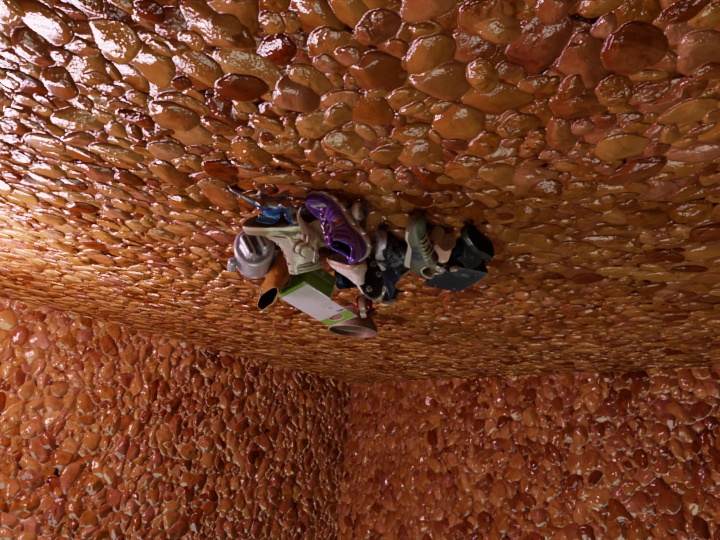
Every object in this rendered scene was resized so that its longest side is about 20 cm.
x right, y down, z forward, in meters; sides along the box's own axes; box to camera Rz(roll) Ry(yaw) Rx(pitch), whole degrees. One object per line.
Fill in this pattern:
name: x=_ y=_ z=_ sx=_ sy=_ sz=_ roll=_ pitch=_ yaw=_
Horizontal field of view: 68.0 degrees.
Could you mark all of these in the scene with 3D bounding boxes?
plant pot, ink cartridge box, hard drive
plant pot: x=-0.027 y=0.199 z=2.120 sx=0.196 sy=0.095 sz=0.201 roll=6 pitch=161 yaw=2
ink cartridge box: x=-0.117 y=0.073 z=1.550 sx=0.198 sy=0.077 sz=0.147 roll=34 pitch=144 yaw=-26
hard drive: x=0.282 y=0.012 z=1.589 sx=0.132 sy=0.043 sz=0.200 roll=11 pitch=160 yaw=-12

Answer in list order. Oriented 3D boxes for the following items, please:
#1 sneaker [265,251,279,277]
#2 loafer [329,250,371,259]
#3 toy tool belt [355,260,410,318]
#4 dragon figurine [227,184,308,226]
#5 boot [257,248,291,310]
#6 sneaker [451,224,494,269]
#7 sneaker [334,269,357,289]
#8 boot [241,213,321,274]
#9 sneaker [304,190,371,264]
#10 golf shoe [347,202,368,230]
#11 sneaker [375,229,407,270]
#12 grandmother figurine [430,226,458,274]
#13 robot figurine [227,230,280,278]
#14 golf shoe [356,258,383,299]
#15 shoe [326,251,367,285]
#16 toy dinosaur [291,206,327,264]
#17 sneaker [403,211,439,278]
sneaker: x=-0.205 y=-0.009 z=1.615 sx=0.196 sy=0.086 sz=0.120 roll=-10 pitch=160 yaw=25
loafer: x=-0.009 y=-0.021 z=1.511 sx=0.062 sy=0.073 sz=0.198 roll=2 pitch=-167 yaw=-42
toy tool belt: x=0.068 y=0.046 z=1.528 sx=0.120 sy=0.201 sz=0.127 roll=-2 pitch=123 yaw=21
dragon figurine: x=-0.215 y=-0.149 z=1.256 sx=0.195 sy=0.060 sz=0.100 roll=4 pitch=154 yaw=-15
boot: x=-0.215 y=0.009 z=1.465 sx=0.070 sy=0.145 sz=0.202 roll=30 pitch=113 yaw=-13
sneaker: x=0.276 y=-0.056 z=1.381 sx=0.103 sy=0.061 sz=0.199 roll=-12 pitch=156 yaw=34
sneaker: x=-0.014 y=0.017 z=1.614 sx=0.076 sy=0.072 sz=0.199 roll=-12 pitch=178 yaw=20
boot: x=-0.200 y=-0.066 z=1.379 sx=0.195 sy=0.073 sz=0.157 roll=0 pitch=127 yaw=6
sneaker: x=-0.061 y=-0.100 z=1.219 sx=0.200 sy=0.083 sz=0.081 roll=46 pitch=149 yaw=9
golf shoe: x=-0.031 y=-0.109 z=1.304 sx=0.090 sy=0.074 sz=0.200 roll=9 pitch=160 yaw=-6
sneaker: x=0.096 y=-0.054 z=1.426 sx=0.111 sy=0.077 sz=0.200 roll=0 pitch=162 yaw=3
grandmother figurine: x=0.215 y=-0.040 z=1.420 sx=0.060 sy=0.122 sz=0.201 roll=-34 pitch=163 yaw=-9
robot figurine: x=-0.296 y=-0.046 z=1.490 sx=0.167 sy=0.115 sz=0.200 roll=-24 pitch=167 yaw=-17
golf shoe: x=0.000 y=0.000 z=1.415 sx=0.076 sy=0.202 sz=0.089 roll=-13 pitch=150 yaw=-24
shoe: x=-0.033 y=-0.010 z=1.307 sx=0.069 sy=0.054 sz=0.200 roll=-23 pitch=-162 yaw=-13
toy dinosaur: x=-0.127 y=-0.082 z=1.300 sx=0.058 sy=0.102 sz=0.200 roll=26 pitch=172 yaw=35
sneaker: x=0.160 y=-0.054 z=1.321 sx=0.089 sy=0.067 sz=0.202 roll=37 pitch=153 yaw=24
